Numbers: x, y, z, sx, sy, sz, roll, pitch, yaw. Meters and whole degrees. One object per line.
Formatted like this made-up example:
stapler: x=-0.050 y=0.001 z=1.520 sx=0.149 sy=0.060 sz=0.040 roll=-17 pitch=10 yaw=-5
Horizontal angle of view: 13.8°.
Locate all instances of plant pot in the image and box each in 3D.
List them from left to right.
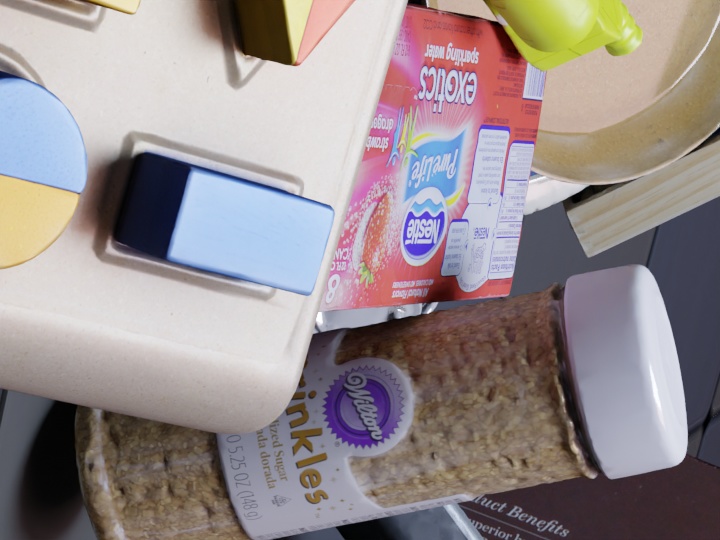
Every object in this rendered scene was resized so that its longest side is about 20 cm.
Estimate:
plant pot: x=0.099 y=-0.136 z=1.206 sx=0.199 sy=0.027 sz=0.201 roll=-11 pitch=109 yaw=-34

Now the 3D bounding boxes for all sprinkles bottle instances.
sprinkles bottle: x=0.007 y=0.050 z=0.994 sx=0.068 sy=0.199 sz=0.069 roll=-12 pitch=90 yaw=-77

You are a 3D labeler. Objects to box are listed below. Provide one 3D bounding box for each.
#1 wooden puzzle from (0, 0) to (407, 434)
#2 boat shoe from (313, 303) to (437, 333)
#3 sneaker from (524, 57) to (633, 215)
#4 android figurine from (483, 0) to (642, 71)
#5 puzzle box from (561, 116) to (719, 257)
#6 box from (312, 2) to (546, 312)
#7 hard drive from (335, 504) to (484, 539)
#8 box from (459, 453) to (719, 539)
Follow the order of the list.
wooden puzzle: x=-0.062 y=-0.056 z=0.819 sx=0.185 sy=0.046 sz=0.201 roll=14 pitch=97 yaw=-39
boat shoe: x=0.000 y=0.000 z=1.131 sx=0.074 sy=0.065 sz=0.201 roll=2 pitch=106 yaw=-70
sneaker: x=0.092 y=-0.113 z=1.272 sx=0.200 sy=0.077 sz=0.112 roll=-37 pitch=125 yaw=-27
android figurine: x=0.044 y=-0.150 z=1.009 sx=0.200 sy=0.041 sz=0.183 roll=49 pitch=25 yaw=-42
puzzle box: x=0.175 y=-0.082 z=1.305 sx=0.025 sy=0.199 sz=0.133 roll=62 pitch=7 yaw=-21
box: x=-0.013 y=-0.044 z=0.997 sx=0.200 sy=0.095 sz=0.100 roll=-4 pitch=104 yaw=-69
hard drive: x=0.050 y=0.146 z=1.167 sx=0.033 sy=0.200 sz=0.140 roll=-38 pitch=-167 yaw=-8
box: x=0.087 y=0.195 z=1.385 sx=0.200 sy=0.165 sz=0.165 roll=-55 pitch=158 yaw=-37
